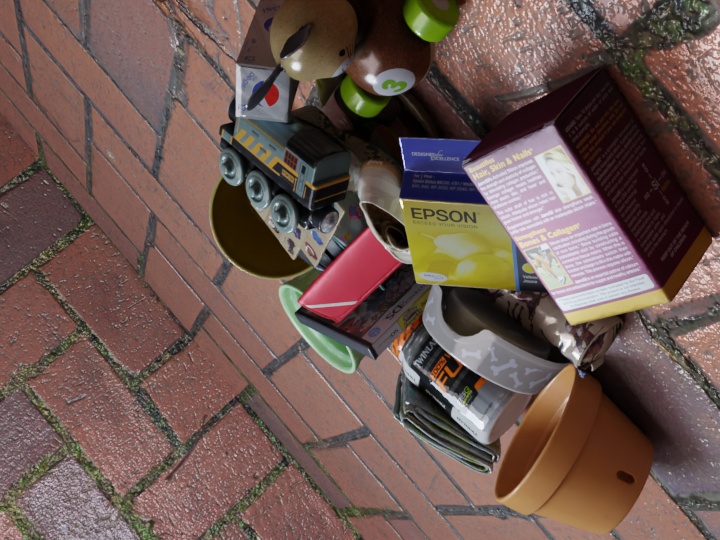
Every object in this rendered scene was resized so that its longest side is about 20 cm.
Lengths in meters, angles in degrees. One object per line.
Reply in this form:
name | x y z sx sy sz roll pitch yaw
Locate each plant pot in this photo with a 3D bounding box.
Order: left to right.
plant pot | -0.131 -0.103 1.540 0.201 0.199 0.142 54 -175 -14
plant pot | 0.281 0.241 1.272 0.139 0.202 0.200 30 159 1

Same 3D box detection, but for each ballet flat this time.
ballet flat | -0.034 -0.139 1.211 0.200 0.075 0.069 40 134 36

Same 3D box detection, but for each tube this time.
tube | -0.031 -0.265 1.201 0.051 0.059 0.200 31 164 -10

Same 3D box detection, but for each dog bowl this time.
dog bowl | 0.164 0.078 1.228 0.198 0.059 0.200 27 -163 -9

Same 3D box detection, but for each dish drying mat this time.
dish drying mat | 0.000 0.000 1.309 0.076 0.018 0.200 28 130 -23

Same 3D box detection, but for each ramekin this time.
ramekin | -0.045 0.074 1.763 0.200 0.097 0.201 42 159 20

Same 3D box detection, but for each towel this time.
towel | 0.133 0.218 1.515 0.170 0.049 0.200 31 -162 -4

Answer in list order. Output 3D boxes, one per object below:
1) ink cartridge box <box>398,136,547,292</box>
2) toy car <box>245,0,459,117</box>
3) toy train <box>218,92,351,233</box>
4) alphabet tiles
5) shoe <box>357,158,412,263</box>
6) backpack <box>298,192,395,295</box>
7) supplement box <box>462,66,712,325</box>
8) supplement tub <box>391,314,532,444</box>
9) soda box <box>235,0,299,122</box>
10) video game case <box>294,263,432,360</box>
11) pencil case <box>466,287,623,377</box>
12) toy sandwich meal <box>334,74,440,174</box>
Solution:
ink cartridge box | 0.144 -0.055 1.087 0.194 0.047 0.201 5 144 18
toy car | -0.028 -0.223 0.989 0.158 0.200 0.164 49 138 0
toy train | -0.091 -0.129 1.151 0.200 0.084 0.115 41 131 31
alphabet tiles | -0.087 -0.102 1.242 0.167 0.006 0.201 51 147 13
shoe | 0.036 -0.055 1.181 0.069 0.054 0.201 -2 150 19
backpack | -0.036 -0.080 1.370 0.199 0.155 0.175 33 174 -37
supplement box | 0.213 -0.064 0.934 0.201 0.103 0.130 54 146 -12
supplement tub | 0.147 0.146 1.451 0.199 0.122 0.123 39 158 25
soda box | -0.099 -0.253 1.151 0.062 0.201 0.069 7 128 1
video game case | 0.021 0.033 1.428 0.199 0.181 0.026 20 148 53
pencil case | 0.214 0.039 1.187 0.199 0.077 0.090 38 143 28
toy sandwich meal | 0.030 -0.155 1.237 0.205 0.070 0.206 42 159 20
